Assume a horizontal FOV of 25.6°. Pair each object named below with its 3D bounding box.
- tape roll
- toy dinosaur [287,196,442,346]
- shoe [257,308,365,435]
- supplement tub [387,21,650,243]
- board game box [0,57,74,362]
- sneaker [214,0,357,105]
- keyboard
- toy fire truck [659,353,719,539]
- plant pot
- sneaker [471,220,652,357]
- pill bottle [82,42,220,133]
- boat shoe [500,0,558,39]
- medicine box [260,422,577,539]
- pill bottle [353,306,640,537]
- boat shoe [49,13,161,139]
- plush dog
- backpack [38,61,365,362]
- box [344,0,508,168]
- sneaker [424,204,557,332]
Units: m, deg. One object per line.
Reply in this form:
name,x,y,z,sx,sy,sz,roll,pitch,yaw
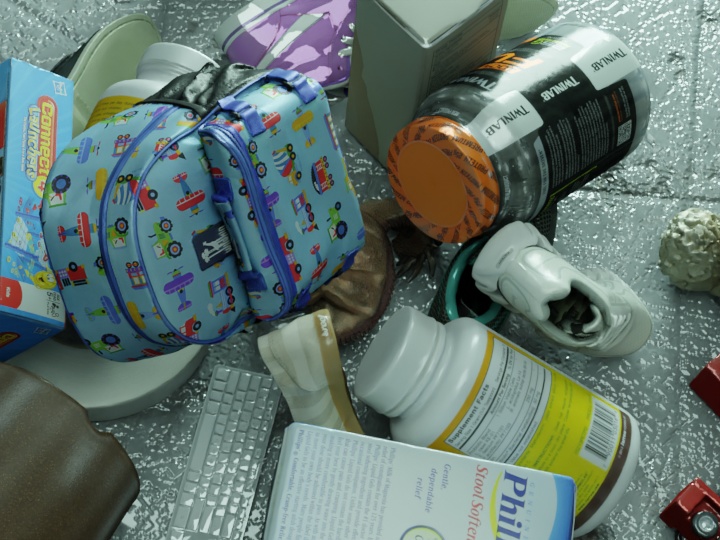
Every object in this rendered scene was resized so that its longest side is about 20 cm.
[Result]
tape roll,-0.208,0.017,1.235,0.203,0.037,0.203,2,67,-5
toy dinosaur,0.000,0.000,1.247,0.135,0.086,0.200,20,71,-5
shoe,-0.030,0.098,1.141,0.053,0.200,0.070,-18,51,-3
supplement tub,0.122,-0.105,1.221,0.200,0.123,0.123,-32,73,-37
board game box,-0.289,-0.024,1.158,0.056,0.200,0.196,19,59,-39
sneaker,-0.011,-0.208,1.343,0.200,0.073,0.114,-37,79,-9
keyboard,-0.109,0.168,1.197,0.056,0.011,0.200,14,66,-1
toy fire truck,0.311,0.174,1.224,0.141,0.049,0.200,-41,77,-21
plant pot,-0.266,0.183,1.083,0.200,0.200,0.198,33,58,7
sneaker,0.167,0.033,1.205,0.075,0.200,0.081,-56,47,9
pill bottle,-0.168,-0.072,1.201,0.104,0.104,0.200,20,66,2
boat shoe,0.086,-0.240,1.333,0.200,0.072,0.068,2,57,-37
medicine box,0.030,0.197,1.107,0.200,0.182,0.103,11,67,-2
pill bottle,0.098,0.108,1.166,0.200,0.109,0.109,31,65,-14
boat shoe,-0.229,-0.138,1.282,0.066,0.075,0.199,-4,45,33
plush dog,0.360,-0.022,1.247,0.200,0.172,0.161,-24,72,-17
backpack,-0.112,-0.033,1.082,0.134,0.183,0.200,3,26,38
box,0.050,-0.166,1.254,0.095,0.200,0.078,-37,71,-21
sneaker,0.110,-0.007,1.255,0.078,0.091,0.200,25,66,3
